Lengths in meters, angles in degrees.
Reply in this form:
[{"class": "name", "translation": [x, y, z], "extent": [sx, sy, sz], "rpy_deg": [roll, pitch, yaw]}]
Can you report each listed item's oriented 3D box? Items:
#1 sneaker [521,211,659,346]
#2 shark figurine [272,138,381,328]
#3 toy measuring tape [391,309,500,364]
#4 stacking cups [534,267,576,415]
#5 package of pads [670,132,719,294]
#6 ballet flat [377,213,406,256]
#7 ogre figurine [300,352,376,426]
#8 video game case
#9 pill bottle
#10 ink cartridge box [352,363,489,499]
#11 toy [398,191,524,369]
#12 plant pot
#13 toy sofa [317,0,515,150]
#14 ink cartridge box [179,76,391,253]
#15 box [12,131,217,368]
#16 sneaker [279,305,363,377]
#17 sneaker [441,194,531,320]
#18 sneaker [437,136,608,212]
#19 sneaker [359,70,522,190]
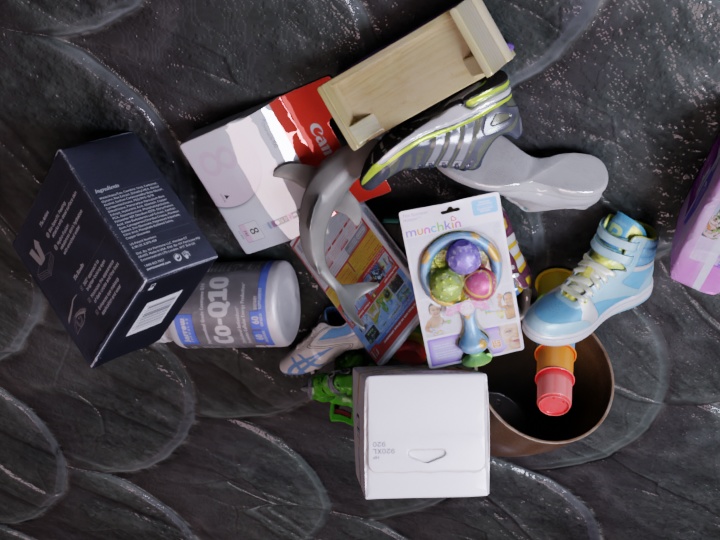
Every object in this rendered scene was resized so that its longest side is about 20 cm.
[{"class": "sneaker", "translation": [0.271, 0.000, 1.472], "extent": [0.080, 0.200, 0.131], "rpy_deg": [38, 141, 35]}, {"class": "shark figurine", "translation": [-0.042, -0.044, 1.441], "extent": [0.128, 0.090, 0.215], "rpy_deg": [3, 110, 3]}, {"class": "toy measuring tape", "translation": [0.088, 0.067, 1.535], "extent": [0.074, 0.074, 0.200], "rpy_deg": [33, 144, -21]}, {"class": "stacking cups", "translation": [0.237, 0.090, 1.532], "extent": [0.060, 0.200, 0.061], "rpy_deg": [7, 139, 6]}, {"class": "package of pads", "translation": [0.406, -0.082, 1.372], "extent": [0.076, 0.121, 0.200], "rpy_deg": [17, 137, 3]}, {"class": "ballet flat", "translation": [0.064, -0.007, 1.570], "extent": [0.068, 0.068, 0.200], "rpy_deg": [11, 145, 23]}, {"class": "ogre figurine", "translation": [0.005, 0.163, 1.724], "extent": [0.120, 0.200, 0.098], "rpy_deg": [-7, 97, 38]}, {"class": "video game case", "translation": [0.000, 0.000, 1.534], "extent": [0.200, 0.017, 0.143], "rpy_deg": [54, 137, 17]}, {"class": "pill bottle", "translation": [-0.188, 0.045, 1.645], "extent": [0.200, 0.114, 0.114], "rpy_deg": [-2, 135, 15]}, {"class": "ink cartridge box", "translation": [0.069, 0.191, 1.524], "extent": [0.147, 0.145, 0.200], "rpy_deg": [-1, 179, -4]}, {"class": "toy", "translation": [0.119, 0.021, 1.424], "extent": [0.115, 0.047, 0.200], "rpy_deg": [-12, 115, 0]}, {"class": "plant pot", "translation": [0.209, 0.170, 1.660], "extent": [0.187, 0.187, 0.200], "rpy_deg": [18, 152, -6]}, {"class": "toy sofa", "translation": [0.061, -0.216, 1.352], "extent": [0.200, 0.098, 0.083], "rpy_deg": [-26, 101, 33]}, {"class": "ink cartridge box", "translation": [-0.090, -0.119, 1.472], "extent": [0.200, 0.057, 0.163], "rpy_deg": [-16, 115, 33]}, {"class": "box", "translation": [-0.302, -0.026, 1.527], "extent": [0.200, 0.117, 0.197], "rpy_deg": [54, 135, 14]}, {"class": "sneaker", "translation": [-0.045, 0.089, 1.702], "extent": [0.200, 0.072, 0.073], "rpy_deg": [-31, 95, 41]}, {"class": "sneaker", "translation": [0.160, -0.013, 1.488], "extent": [0.075, 0.090, 0.200], "rpy_deg": [-27, 145, 15]}, {"class": "sneaker", "translation": [0.179, -0.102, 1.448], "extent": [0.200, 0.075, 0.089], "rpy_deg": [13, 156, 2]}, {"class": "sneaker", "translation": [0.090, -0.135, 1.378], "extent": [0.200, 0.074, 0.081], "rpy_deg": [-29, 108, 13]}]
